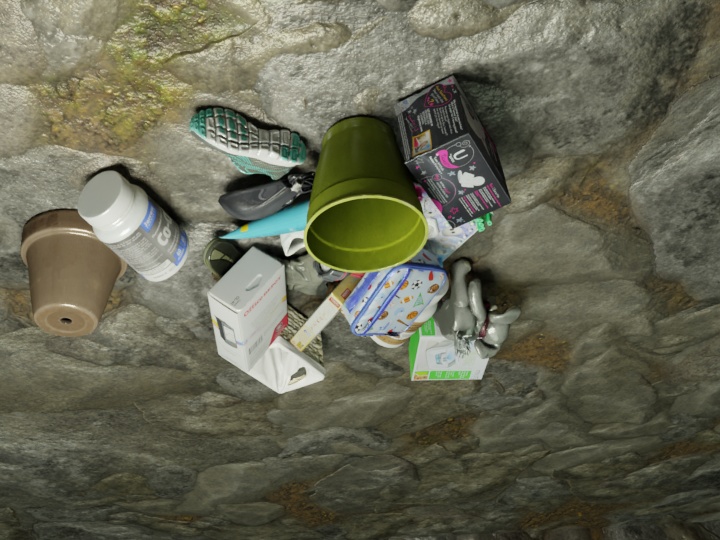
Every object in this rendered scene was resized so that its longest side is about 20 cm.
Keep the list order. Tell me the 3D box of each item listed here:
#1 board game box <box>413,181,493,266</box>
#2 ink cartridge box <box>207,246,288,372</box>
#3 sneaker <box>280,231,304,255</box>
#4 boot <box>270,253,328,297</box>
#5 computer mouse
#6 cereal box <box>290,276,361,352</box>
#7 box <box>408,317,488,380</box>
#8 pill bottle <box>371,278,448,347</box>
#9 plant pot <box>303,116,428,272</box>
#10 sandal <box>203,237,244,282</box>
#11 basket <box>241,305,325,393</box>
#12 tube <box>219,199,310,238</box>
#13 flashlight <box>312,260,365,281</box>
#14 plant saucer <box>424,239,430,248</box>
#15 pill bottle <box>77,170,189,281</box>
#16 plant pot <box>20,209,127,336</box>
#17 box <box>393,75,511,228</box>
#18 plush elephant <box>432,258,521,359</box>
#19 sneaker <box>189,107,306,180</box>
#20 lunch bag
[{"bbox_3d":[0.114,-0.071,1.554,0.197,0.026,0.200,16,141,-27],"label":"board game box"},{"bbox_3d":[-0.215,0.077,1.642,0.085,0.148,0.202,27,144,21],"label":"ink cartridge box"},{"bbox_3d":[-0.063,-0.086,1.519,0.198,0.090,0.075,-26,140,29],"label":"sneaker"},{"bbox_3d":[-0.119,-0.011,1.648,0.127,0.069,0.201,7,145,-8],"label":"boot"},{"bbox_3d":[-0.153,-0.122,1.446,0.196,0.054,0.138,-12,-178,20],"label":"computer mouse"},{"bbox_3d":[-0.055,0.068,1.709,0.039,0.144,0.200,43,136,0],"label":"cereal box"},{"bbox_3d":[0.205,0.161,1.912,0.172,0.098,0.202,1,145,-4],"label":"box"},{"bbox_3d":[0.096,0.065,1.738,0.112,0.116,0.200,13,142,-24],"label":"pill bottle"},{"bbox_3d":[0.003,-0.135,1.359,0.195,0.196,0.202,-3,147,-2],"label":"plant pot"},{"bbox_3d":[-0.262,-0.009,1.638,0.057,0.081,0.202,23,159,24],"label":"sandal"},{"bbox_3d":[-0.179,0.165,1.844,0.133,0.126,0.200,-20,143,22],"label":"basket"},{"bbox_3d":[-0.157,-0.083,1.513,0.197,0.052,0.077,-12,178,31],"label":"tube"},{"bbox_3d":[0.000,0.000,1.589,0.067,0.069,0.198,-23,154,38],"label":"flashlight"},{"bbox_3d":[0.062,-0.073,1.602,0.195,0.037,0.202,-3,147,-2],"label":"plant saucer"},{"bbox_3d":[-0.395,-0.077,1.469,0.111,0.116,0.201,-15,145,16],"label":"pill bottle"},{"bbox_3d":[-0.529,0.017,1.539,0.195,0.178,0.202,-3,145,-2],"label":"plant pot"},{"bbox_3d":[0.151,-0.188,1.354,0.113,0.134,0.200,-21,143,18],"label":"box"},{"bbox_3d":[0.245,0.096,1.745,0.152,0.203,0.166,7,138,-25],"label":"plush elephant"},{"bbox_3d":[-0.190,-0.194,1.362,0.197,0.079,0.091,17,145,-27],"label":"sneaker"},{"bbox_3d":[0.057,0.045,1.576,0.158,0.076,0.201,4,132,-41],"label":"lunch bag"}]
